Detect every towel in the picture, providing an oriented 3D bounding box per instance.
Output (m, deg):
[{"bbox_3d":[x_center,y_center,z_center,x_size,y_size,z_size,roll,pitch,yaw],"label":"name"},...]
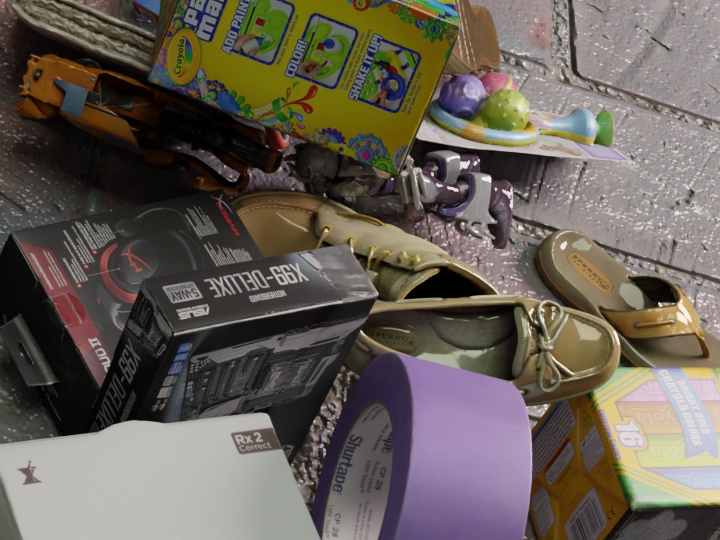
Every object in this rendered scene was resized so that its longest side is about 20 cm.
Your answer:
[{"bbox_3d":[-0.172,-0.166,1.728,0.199,0.035,0.133,22,0,-6],"label":"towel"}]

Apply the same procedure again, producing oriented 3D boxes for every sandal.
[{"bbox_3d":[0.227,0.030,1.801,0.200,0.054,0.080,41,45,11],"label":"sandal"}]

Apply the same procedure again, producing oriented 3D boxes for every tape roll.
[{"bbox_3d":[0.035,0.160,1.480,0.084,0.201,0.201,15,46,-15],"label":"tape roll"}]

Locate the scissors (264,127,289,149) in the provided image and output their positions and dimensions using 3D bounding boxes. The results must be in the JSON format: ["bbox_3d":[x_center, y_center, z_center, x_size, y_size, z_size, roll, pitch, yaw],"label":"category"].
[{"bbox_3d":[-0.078,-0.192,1.761,0.014,0.201,0.073,-3,31,16],"label":"scissors"}]

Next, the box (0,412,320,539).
[{"bbox_3d":[-0.129,0.211,1.397,0.197,0.131,0.201,-5,54,-31],"label":"box"}]

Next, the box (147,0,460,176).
[{"bbox_3d":[-0.043,-0.185,1.641,0.191,0.123,0.200,20,20,-11],"label":"box"}]

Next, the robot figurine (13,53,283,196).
[{"bbox_3d":[-0.155,-0.108,1.687,0.199,0.059,0.145,22,4,-4],"label":"robot figurine"}]

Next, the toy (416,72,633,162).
[{"bbox_3d":[0.120,-0.133,1.865,0.198,0.048,0.115,8,19,-25],"label":"toy"}]

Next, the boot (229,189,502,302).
[{"bbox_3d":[0.000,0.000,1.645,0.199,0.073,0.155,19,6,-19],"label":"boot"}]

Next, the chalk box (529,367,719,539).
[{"bbox_3d":[0.233,0.152,1.648,0.198,0.125,0.125,2,51,-28],"label":"chalk box"}]

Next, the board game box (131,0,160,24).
[{"bbox_3d":[-0.084,-0.263,1.836,0.103,0.019,0.200,32,73,23],"label":"board game box"}]

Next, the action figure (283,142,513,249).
[{"bbox_3d":[0.026,-0.066,1.739,0.199,0.070,0.130,8,7,-38],"label":"action figure"}]

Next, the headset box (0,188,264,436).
[{"bbox_3d":[-0.155,0.036,1.578,0.199,0.075,0.149,-14,59,-36],"label":"headset box"}]

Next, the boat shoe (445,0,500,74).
[{"bbox_3d":[0.063,-0.188,1.843,0.200,0.064,0.072,12,69,-74],"label":"boat shoe"}]

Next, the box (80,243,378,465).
[{"bbox_3d":[-0.094,0.076,1.486,0.157,0.201,0.050,-10,53,-35],"label":"box"}]

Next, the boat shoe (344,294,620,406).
[{"bbox_3d":[0.085,0.050,1.549,0.199,0.063,0.074,8,79,-9],"label":"boat shoe"}]
